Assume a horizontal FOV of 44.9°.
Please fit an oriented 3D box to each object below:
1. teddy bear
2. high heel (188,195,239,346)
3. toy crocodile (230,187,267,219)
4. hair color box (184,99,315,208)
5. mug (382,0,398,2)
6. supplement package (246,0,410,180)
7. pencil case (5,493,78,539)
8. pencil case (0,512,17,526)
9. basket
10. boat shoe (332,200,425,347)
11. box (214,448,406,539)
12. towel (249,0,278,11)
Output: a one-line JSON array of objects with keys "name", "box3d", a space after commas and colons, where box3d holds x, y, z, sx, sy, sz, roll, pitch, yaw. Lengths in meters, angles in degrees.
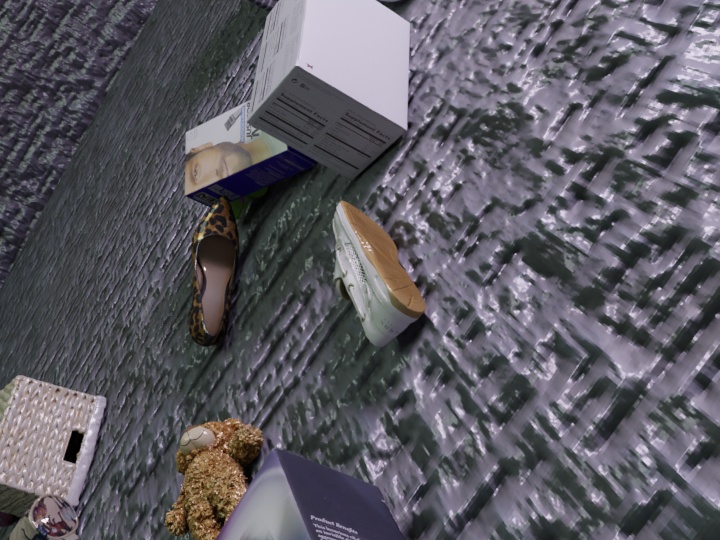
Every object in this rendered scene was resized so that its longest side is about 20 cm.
[{"name": "teddy bear", "box3d": [-0.163, 0.235, 0.960, 0.145, 0.067, 0.200, -43, 34, 29]}, {"name": "high heel", "box3d": [-0.196, 0.001, 1.203, 0.143, 0.071, 0.201, -145, 67, -68]}, {"name": "toy crocodile", "box3d": [-0.161, -0.167, 1.310, 0.200, 0.062, 0.067, -65, 28, -2]}, {"name": "hair color box", "box3d": [-0.160, -0.173, 1.235, 0.200, 0.065, 0.110, -19, 63, 34]}, {"name": "mug", "box3d": [0.039, -0.461, 1.162, 0.175, 0.147, 0.201, -8, 90, 49]}, {"name": "supplement package", "box3d": [-0.033, -0.242, 1.054, 0.111, 0.155, 0.200, -38, 36, 42]}, {"name": "pencil case", "box3d": [-0.523, 0.448, 1.377, 0.200, 0.078, 0.090, -51, 58, 22]}, {"name": "pencil case", "box3d": [-0.646, 0.384, 1.635, 0.200, 0.086, 0.083, -59, 30, 9]}, {"name": "basket", "box3d": [-0.561, 0.304, 1.481, 0.200, 0.161, 0.199, -31, 42, 48]}, {"name": "boat shoe", "box3d": [0.000, 0.000, 0.879, 0.069, 0.071, 0.200, -51, 31, 19]}, {"name": "box", "box3d": [-0.050, 0.283, 0.667, 0.200, 0.123, 0.198, -58, 27, 9]}, {"name": "towel", "box3d": [-0.218, -0.595, 1.669, 0.086, 0.165, 0.200, -49, 30, 36]}]
